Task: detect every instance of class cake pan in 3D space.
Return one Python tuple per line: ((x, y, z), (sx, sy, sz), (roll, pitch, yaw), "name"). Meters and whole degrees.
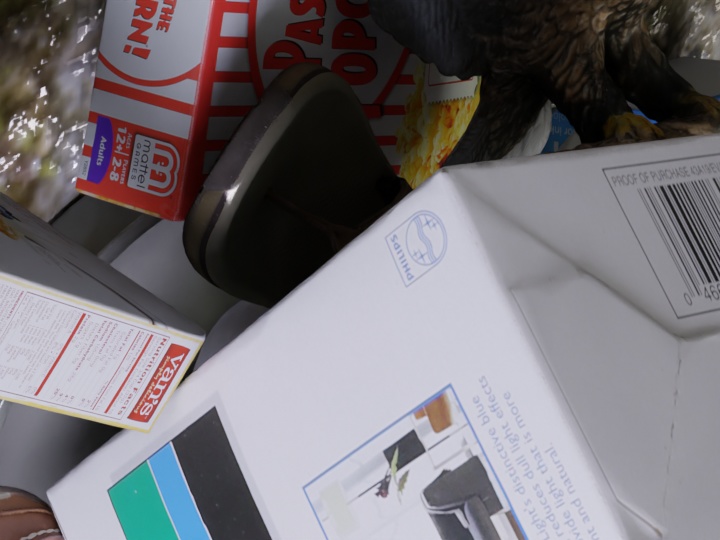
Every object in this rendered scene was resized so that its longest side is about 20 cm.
((-0.085, 0.039, 0.861), (0.200, 0.037, 0.201), (-39, 148, -30), "cake pan")

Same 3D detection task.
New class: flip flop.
((0.000, 0.000, 0.753), (0.081, 0.057, 0.200), (-55, 150, -16), "flip flop")

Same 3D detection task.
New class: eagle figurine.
((0.067, -0.120, 0.754), (0.150, 0.201, 0.152), (-24, 171, -10), "eagle figurine")

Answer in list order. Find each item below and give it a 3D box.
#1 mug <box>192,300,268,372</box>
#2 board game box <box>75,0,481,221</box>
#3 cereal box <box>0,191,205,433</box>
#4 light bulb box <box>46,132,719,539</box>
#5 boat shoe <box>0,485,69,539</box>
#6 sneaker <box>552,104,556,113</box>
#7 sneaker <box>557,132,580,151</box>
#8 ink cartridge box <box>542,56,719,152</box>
((-0.028, 0.108, 0.857), (0.175, 0.147, 0.201), (6, 85, -57), "mug")
((-0.010, -0.099, 0.787), (0.200, 0.046, 0.152), (-8, 111, -56), "board game box")
((-0.144, -0.019, 0.584), (0.040, 0.144, 0.200), (-59, 154, 4), "cereal box")
((0.049, 0.063, 0.683), (0.198, 0.125, 0.200), (-9, 157, -48), "light bulb box")
((-0.153, 0.138, 0.645), (0.200, 0.072, 0.076), (-38, 151, -34), "boat shoe")
((0.066, -0.093, 0.912), (0.074, 0.088, 0.201), (-29, 145, -44), "sneaker")
((0.041, 0.014, 1.004), (0.115, 0.079, 0.200), (-20, 153, -29), "sneaker")
((0.155, 0.005, 1.098), (0.144, 0.084, 0.201), (-17, 111, -50), "ink cartridge box")
